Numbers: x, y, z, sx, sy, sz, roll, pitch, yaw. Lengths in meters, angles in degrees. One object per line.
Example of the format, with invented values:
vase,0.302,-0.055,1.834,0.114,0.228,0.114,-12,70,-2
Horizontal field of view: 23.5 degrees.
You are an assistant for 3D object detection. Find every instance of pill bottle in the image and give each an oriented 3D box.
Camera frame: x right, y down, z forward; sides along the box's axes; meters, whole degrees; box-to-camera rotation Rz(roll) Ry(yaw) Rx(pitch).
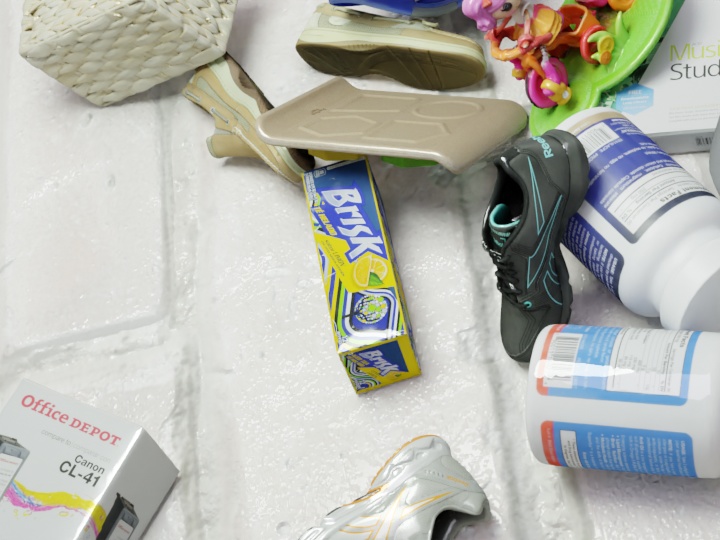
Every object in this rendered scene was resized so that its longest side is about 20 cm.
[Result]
pill bottle,0.234,-0.035,1.423,0.115,0.116,0.200,-36,54,-7
pill bottle,0.235,0.102,1.334,0.198,0.113,0.113,4,59,21

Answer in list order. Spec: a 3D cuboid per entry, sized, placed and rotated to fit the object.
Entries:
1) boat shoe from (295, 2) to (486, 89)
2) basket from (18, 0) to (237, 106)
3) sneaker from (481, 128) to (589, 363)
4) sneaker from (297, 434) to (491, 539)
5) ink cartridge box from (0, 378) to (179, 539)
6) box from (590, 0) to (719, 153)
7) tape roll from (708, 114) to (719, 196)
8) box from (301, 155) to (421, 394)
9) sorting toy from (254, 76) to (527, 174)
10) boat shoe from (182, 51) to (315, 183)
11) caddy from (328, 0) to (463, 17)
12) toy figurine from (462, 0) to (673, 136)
boat shoe,0.033,-0.219,1.645,0.199,0.073,0.064,8,65,32
basket,-0.226,-0.259,1.693,0.198,0.135,0.125,-16,57,37
sneaker,0.129,-0.017,1.408,0.079,0.202,0.075,-12,27,-36
sneaker,0.018,0.223,1.357,0.200,0.076,0.092,-44,59,-10
ink cartridge box,-0.271,0.211,1.457,0.146,0.086,0.201,18,66,28
box,0.282,-0.195,1.561,0.143,0.036,0.202,-4,55,17
tape roll,0.385,-0.096,1.397,0.197,0.067,0.202,3,47,-3
box,0.000,0.000,1.510,0.064,0.070,0.202,-16,54,4
sorting toy,0.030,-0.127,1.556,0.198,0.037,0.185,12,24,23
boat shoe,-0.112,-0.133,1.648,0.076,0.072,0.200,-42,44,4
caddy,0.059,-0.290,1.618,0.198,0.106,0.141,-13,3,-30
toy figurine,0.150,-0.240,1.517,0.150,0.183,0.202,24,84,56
